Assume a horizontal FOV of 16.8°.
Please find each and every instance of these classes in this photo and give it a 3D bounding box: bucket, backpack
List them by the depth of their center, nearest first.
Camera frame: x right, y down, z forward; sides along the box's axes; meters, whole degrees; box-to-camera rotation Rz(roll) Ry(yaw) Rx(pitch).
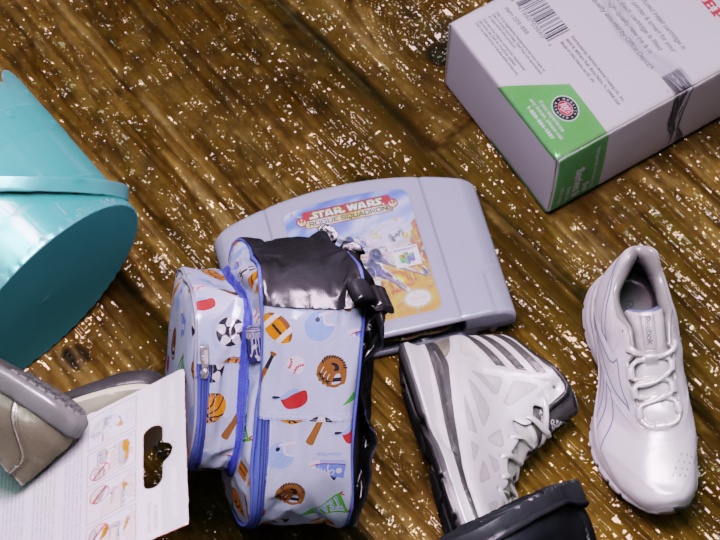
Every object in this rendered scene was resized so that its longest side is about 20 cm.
[{"bbox_3d":[-0.055,0.078,1.633,0.154,0.200,0.191,-6,101,-4],"label":"backpack"},{"bbox_3d":[-0.261,-0.024,1.693,0.135,0.207,0.207,42,68,13],"label":"bucket"}]

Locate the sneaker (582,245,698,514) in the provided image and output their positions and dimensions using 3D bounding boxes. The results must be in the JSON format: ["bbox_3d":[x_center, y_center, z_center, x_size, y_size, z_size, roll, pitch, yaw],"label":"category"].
[{"bbox_3d":[0.195,0.074,1.706,0.074,0.087,0.200,-6,62,-7],"label":"sneaker"}]

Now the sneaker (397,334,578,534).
[{"bbox_3d":[0.103,0.124,1.682,0.115,0.076,0.201,-13,59,-6],"label":"sneaker"}]

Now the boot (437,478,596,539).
[{"bbox_3d":[0.132,0.223,1.546,0.076,0.200,0.168,-27,81,17],"label":"boot"}]

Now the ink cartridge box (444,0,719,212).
[{"bbox_3d":[0.186,-0.158,1.839,0.200,0.084,0.146,-28,64,-16],"label":"ink cartridge box"}]

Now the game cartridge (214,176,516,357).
[{"bbox_3d":[0.000,0.000,1.775,0.200,0.042,0.133,-12,65,-8],"label":"game cartridge"}]

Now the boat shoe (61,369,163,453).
[{"bbox_3d":[-0.209,0.111,1.640,0.201,0.074,0.063,-29,38,26],"label":"boat shoe"}]

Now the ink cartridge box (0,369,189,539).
[{"bbox_3d":[-0.183,0.165,1.538,0.200,0.047,0.160,-28,32,13],"label":"ink cartridge box"}]

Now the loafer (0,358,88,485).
[{"bbox_3d":[-0.272,0.071,1.566,0.200,0.075,0.070,30,88,17],"label":"loafer"}]
